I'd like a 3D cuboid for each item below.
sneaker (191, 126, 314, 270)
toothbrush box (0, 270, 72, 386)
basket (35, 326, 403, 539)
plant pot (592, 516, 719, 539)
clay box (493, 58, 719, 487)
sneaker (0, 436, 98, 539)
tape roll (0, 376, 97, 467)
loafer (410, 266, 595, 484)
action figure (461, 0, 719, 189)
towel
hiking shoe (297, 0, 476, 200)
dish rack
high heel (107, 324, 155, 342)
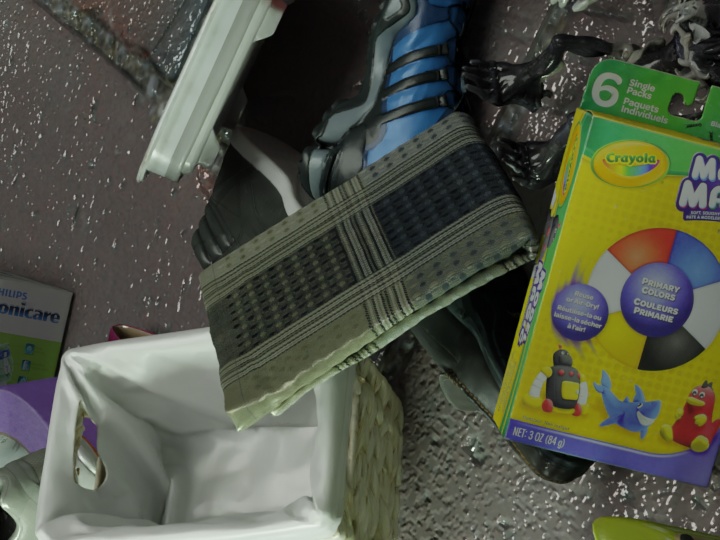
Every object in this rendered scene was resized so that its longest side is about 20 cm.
[{"bbox_3d":[-0.048,-0.011,1.230,0.200,0.070,0.100,45,116,50],"label":"sneaker"},{"bbox_3d":[-0.324,0.097,1.492,0.145,0.086,0.202,13,89,48],"label":"toothbrush box"},{"bbox_3d":[-0.080,0.120,1.136,0.198,0.123,0.137,-8,62,23],"label":"basket"},{"bbox_3d":[0.136,0.231,0.878,0.181,0.198,0.201,-35,56,29],"label":"plant pot"},{"bbox_3d":[0.150,0.001,0.958,0.048,0.114,0.202,-105,28,-78],"label":"clay box"},{"bbox_3d":[-0.246,0.190,1.251,0.076,0.092,0.201,49,129,30],"label":"sneaker"},{"bbox_3d":[-0.233,0.181,1.350,0.199,0.065,0.202,8,102,45],"label":"tape roll"},{"bbox_3d":[0.080,0.056,1.076,0.073,0.072,0.201,-61,34,30],"label":"loafer"},{"bbox_3d":[0.149,-0.113,1.009,0.199,0.102,0.120,-27,75,41],"label":"action figure"},{"bbox_3d":[0.000,0.000,1.051,0.199,0.035,0.193,-31,26,5],"label":"towel"},{"bbox_3d":[0.043,-0.118,1.167,0.086,0.074,0.201,30,97,17],"label":"hiking shoe"},{"bbox_3d":[-0.087,-0.145,1.254,0.200,0.043,0.173,-78,13,-73],"label":"dish rack"},{"bbox_3d":[-0.121,0.062,1.292,0.200,0.067,0.097,-28,70,55],"label":"high heel"}]
